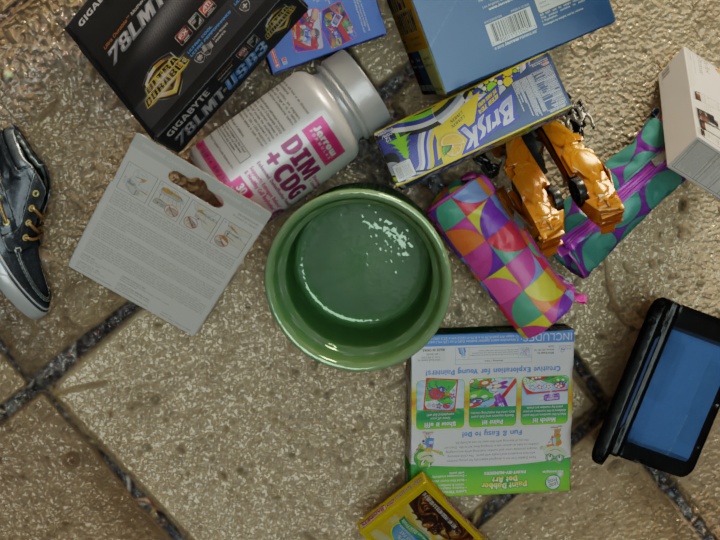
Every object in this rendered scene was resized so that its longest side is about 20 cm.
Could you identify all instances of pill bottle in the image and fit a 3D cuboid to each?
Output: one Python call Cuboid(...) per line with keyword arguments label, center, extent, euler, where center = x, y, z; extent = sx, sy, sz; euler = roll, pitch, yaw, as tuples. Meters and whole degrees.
Cuboid(label="pill bottle", center=(-0.073, -0.140, 1.105), extent=(0.199, 0.113, 0.114), euler=(-37, 101, 0))

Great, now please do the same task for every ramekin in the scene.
Cuboid(label="ramekin", center=(0.000, 0.000, 1.128), extent=(0.198, 0.098, 0.202), euler=(1, 107, 4))

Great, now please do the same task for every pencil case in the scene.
Cuboid(label="pencil case", center=(0.162, -0.019, 1.164), extent=(0.088, 0.088, 0.200), euler=(-41, 97, 1))
Cuboid(label="pencil case", center=(0.293, -0.084, 1.170), extent=(0.200, 0.092, 0.085), euler=(-44, 83, 2))

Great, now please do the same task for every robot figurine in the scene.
Cuboid(label="robot figurine", center=(0.198, -0.118, 1.130), extent=(0.144, 0.058, 0.201), euler=(-20, 59, -6))

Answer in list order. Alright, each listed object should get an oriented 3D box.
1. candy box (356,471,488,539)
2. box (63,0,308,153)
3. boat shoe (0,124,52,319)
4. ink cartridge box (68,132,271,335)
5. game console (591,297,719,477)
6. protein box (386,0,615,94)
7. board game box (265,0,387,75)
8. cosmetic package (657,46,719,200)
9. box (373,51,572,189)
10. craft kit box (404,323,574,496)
Cuboid(label="candy box", center=(0.095, 0.335, 1.223), extent=(0.102, 0.026, 0.200), euler=(-38, 113, 9))
Cuboid(label="box", center=(-0.181, -0.256, 1.040), extent=(0.200, 0.050, 0.199), euler=(-46, 64, 9))
Cuboid(label="boat shoe", center=(-0.363, -0.052, 1.103), extent=(0.090, 0.071, 0.201), euler=(-25, 99, 2))
Cuboid(label="ink cartridge box", center=(-0.200, -0.041, 1.094), extent=(0.162, 0.057, 0.200), euler=(30, 120, -10))
Cuboid(label="game console", center=(0.366, 0.144, 1.209), extent=(0.116, 0.176, 0.201), euler=(22, 96, 18))
Cuboid(label="protein box", center=(0.129, -0.317, 1.092), extent=(0.197, 0.135, 0.201), euler=(-23, 101, -3))
Cuboid(label="board game box", center=(-0.066, -0.329, 1.112), extent=(0.133, 0.045, 0.201), euler=(-19, 101, -4))
Cuboid(label="cosmetic package", center=(0.375, -0.162, 1.119), extent=(0.082, 0.201, 0.051), euler=(30, 128, -13))
Cuboid(label="box", center=(0.117, -0.154, 1.084), extent=(0.199, 0.070, 0.065), euler=(-24, 89, 7))
Cuboid(label="craft kit box", center=(0.152, 0.166, 1.219), extent=(0.198, 0.049, 0.199), euler=(-1, 96, -7))
